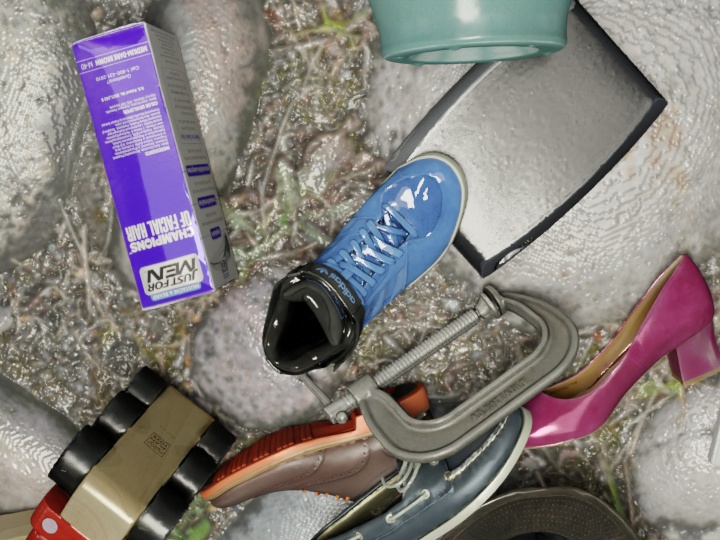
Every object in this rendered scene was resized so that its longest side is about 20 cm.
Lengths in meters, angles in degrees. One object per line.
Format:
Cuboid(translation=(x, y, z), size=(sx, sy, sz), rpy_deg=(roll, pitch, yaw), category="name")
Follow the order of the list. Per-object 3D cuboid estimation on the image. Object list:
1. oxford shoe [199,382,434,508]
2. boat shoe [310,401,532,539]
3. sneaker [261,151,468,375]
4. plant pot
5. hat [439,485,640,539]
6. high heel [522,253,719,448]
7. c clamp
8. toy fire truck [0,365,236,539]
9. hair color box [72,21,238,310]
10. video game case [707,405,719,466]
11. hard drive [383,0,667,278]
Cuboid(translation=(-0.031, 0.158, 1.003), size=(0.197, 0.071, 0.074), rpy_deg=(-21, 99, 5), category="oxford shoe")
Cuboid(translation=(0.044, 0.161, 0.951), size=(0.062, 0.075, 0.200), rpy_deg=(42, 110, -11), category="boat shoe")
Cuboid(translation=(0.001, 0.001, 0.942), size=(0.077, 0.111, 0.200), rpy_deg=(45, 111, 0), category="sneaker")
Cuboid(translation=(0.074, -0.245, 0.889), size=(0.196, 0.200, 0.192), rpy_deg=(-2, 94, 4), category="plant pot")
Cuboid(translation=(0.133, 0.240, 0.990), size=(0.197, 0.081, 0.204), rpy_deg=(1, 112, 2), category="hat")
Cuboid(translation=(0.183, 0.065, 0.975), size=(0.197, 0.067, 0.097), rpy_deg=(-21, 104, 0), category="high heel")
Cuboid(translation=(0.061, 0.070, 0.967), size=(0.198, 0.171, 0.027), rpy_deg=(-30, 125, -7), category="c clamp")
Cuboid(translation=(-0.214, 0.187, 0.973), size=(0.128, 0.176, 0.201), rpy_deg=(36, 111, -1), category="toy fire truck")
Cuboid(translation=(-0.154, -0.079, 0.968), size=(0.064, 0.109, 0.203), rpy_deg=(-15, 94, 5), category="hair color box")
Cuboid(translation=(0.387, 0.104, 0.995), size=(0.197, 0.018, 0.146), rpy_deg=(12, 97, 3), category="video game case")
Cuboid(translation=(0.128, -0.105, 0.980), size=(0.200, 0.042, 0.135), rpy_deg=(-43, 91, 6), category="hard drive")
